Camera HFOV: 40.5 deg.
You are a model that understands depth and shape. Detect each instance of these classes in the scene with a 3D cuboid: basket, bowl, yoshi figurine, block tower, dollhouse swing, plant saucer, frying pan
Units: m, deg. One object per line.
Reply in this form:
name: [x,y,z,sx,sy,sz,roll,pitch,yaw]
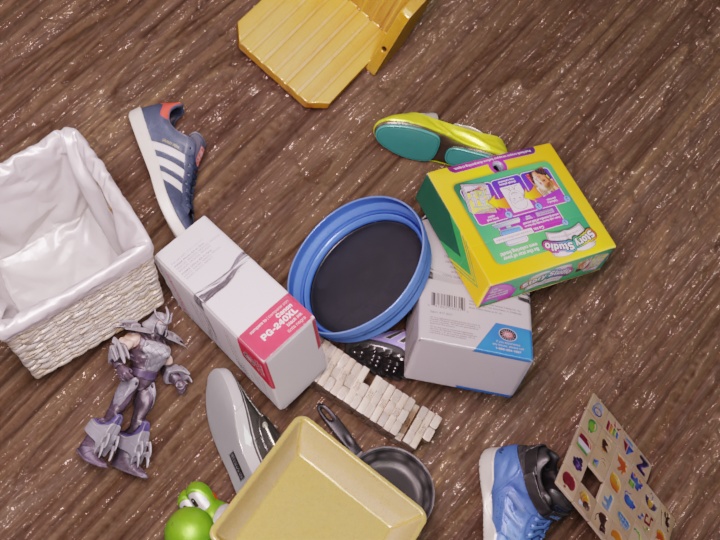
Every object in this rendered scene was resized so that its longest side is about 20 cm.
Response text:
basket: [-0.359,-0.018,1.147,0.199,0.161,0.199,-32,69,-15]
bowl: [0.000,0.000,1.227,0.198,0.039,0.203,-19,49,23]
yoshi figurine: [-0.160,0.344,1.141,0.112,0.112,0.201,-39,81,-8]
block tower: [0.004,0.158,1.241,0.199,0.058,0.054,33,72,0]
dollhouse swing: [-0.043,-0.356,1.309,0.200,0.182,0.176,42,53,2]
plant saucer: [-0.049,0.299,1.119,0.199,0.049,0.200,37,47,3]
frying pan: [0.003,0.260,1.223,0.188,0.031,0.116,27,58,7]

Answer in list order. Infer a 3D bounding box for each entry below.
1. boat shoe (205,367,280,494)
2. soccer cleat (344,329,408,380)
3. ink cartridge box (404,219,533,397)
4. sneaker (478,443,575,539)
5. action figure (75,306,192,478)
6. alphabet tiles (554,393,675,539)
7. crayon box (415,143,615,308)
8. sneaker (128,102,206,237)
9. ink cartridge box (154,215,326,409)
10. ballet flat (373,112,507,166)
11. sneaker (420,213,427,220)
boat shoe: [-0.134,0.213,1.202,0.063,0.071,0.202,-9,71,-40]
soccer cleat: [0.077,0.101,1.271,0.197,0.069,0.074,9,54,-6]
ink cartridge box: [0.135,0.044,1.237,0.144,0.085,0.202,11,47,-5]
sneaker: [0.214,0.315,1.205,0.076,0.110,0.203,19,62,-50]
action figure: [-0.265,0.140,1.178,0.129,0.069,0.203,24,82,-45]
alphabet tiles: [0.333,0.283,1.246,0.201,0.008,0.167,50,43,-10]
crayon box: [0.196,-0.061,1.237,0.198,0.059,0.174,-15,64,-25]
sneaker: [-0.230,-0.128,1.259,0.083,0.075,0.202,-19,80,-10]
ink cartridge box: [-0.141,0.050,1.167,0.083,0.146,0.200,-41,66,-16]
ballet flat: [0.113,-0.182,1.348,0.197,0.067,0.068,16,53,-9]
sneaker: [0.175,-0.056,1.316,0.197,0.070,0.091,-12,75,-15]
